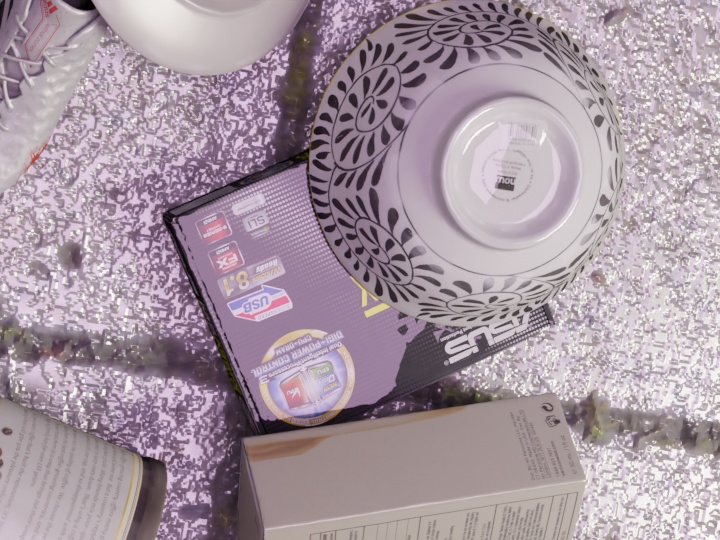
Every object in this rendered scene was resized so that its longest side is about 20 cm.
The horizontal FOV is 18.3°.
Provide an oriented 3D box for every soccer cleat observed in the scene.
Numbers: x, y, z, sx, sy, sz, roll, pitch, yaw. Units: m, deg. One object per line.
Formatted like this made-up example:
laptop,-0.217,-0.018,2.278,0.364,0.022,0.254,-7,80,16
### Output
soccer cleat,-0.186,-0.134,1.297,0.069,0.085,0.200,29,89,-14

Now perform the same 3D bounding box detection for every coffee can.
coffee can,-0.231,0.140,1.286,0.200,0.146,0.147,25,90,-14

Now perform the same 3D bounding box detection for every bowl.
bowl,0.077,-0.060,1.317,0.200,0.094,0.201,-2,97,-14

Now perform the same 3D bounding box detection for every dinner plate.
dinner plate,-0.086,-0.213,1.292,0.200,0.024,0.201,-3,94,-45

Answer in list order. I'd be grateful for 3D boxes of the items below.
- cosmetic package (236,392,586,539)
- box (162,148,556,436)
cosmetic package,0.028,0.143,1.362,0.200,0.071,0.105,-6,141,-13
box,0.000,0.000,1.376,0.200,0.044,0.160,-23,100,-10
